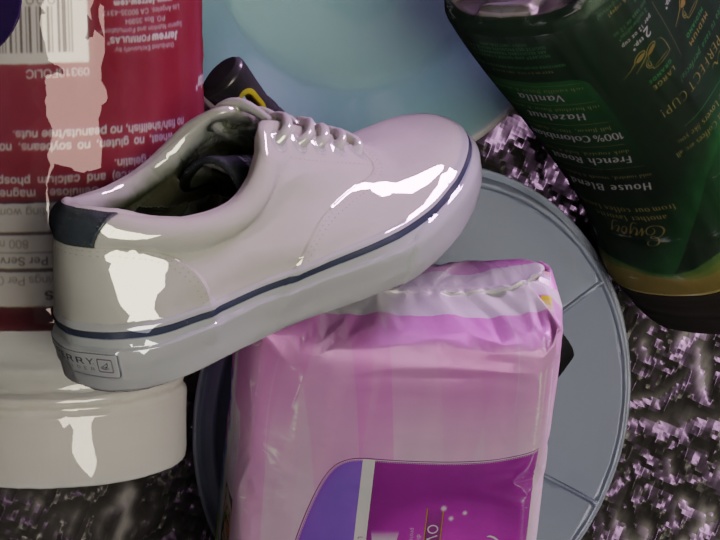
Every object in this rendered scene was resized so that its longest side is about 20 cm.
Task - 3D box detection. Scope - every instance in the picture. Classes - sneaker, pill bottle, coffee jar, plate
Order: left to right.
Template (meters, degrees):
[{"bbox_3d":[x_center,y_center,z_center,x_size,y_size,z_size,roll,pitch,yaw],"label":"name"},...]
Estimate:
[{"bbox_3d":[-0.112,-0.029,1.076,0.114,0.114,0.201,-5,101,-27],"label":"pill bottle"},{"bbox_3d":[-0.027,-0.025,1.032,0.200,0.073,0.071,-31,126,-44],"label":"sneaker"},{"bbox_3d":[0.001,-0.138,1.169,0.199,0.026,0.201,-5,102,-26],"label":"plate"},{"bbox_3d":[0.117,-0.068,1.183,0.200,0.085,0.104,55,53,-38],"label":"coffee jar"}]

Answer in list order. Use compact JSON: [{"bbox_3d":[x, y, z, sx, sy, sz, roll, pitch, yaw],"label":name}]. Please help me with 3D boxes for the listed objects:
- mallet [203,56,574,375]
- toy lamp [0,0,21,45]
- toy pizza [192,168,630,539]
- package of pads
[{"bbox_3d":[0.000,0.000,1.138,0.200,0.041,0.066,40,85,-31],"label":"mallet"},{"bbox_3d":[-0.139,-0.148,1.003,0.058,0.200,0.058,-4,128,-5],"label":"toy lamp"},{"bbox_3d":[0.020,0.055,1.207,0.199,0.032,0.201,-6,103,-26],"label":"toy pizza"},{"bbox_3d":[0.007,0.091,1.122,0.120,0.076,0.201,3,115,-7],"label":"package of pads"}]
